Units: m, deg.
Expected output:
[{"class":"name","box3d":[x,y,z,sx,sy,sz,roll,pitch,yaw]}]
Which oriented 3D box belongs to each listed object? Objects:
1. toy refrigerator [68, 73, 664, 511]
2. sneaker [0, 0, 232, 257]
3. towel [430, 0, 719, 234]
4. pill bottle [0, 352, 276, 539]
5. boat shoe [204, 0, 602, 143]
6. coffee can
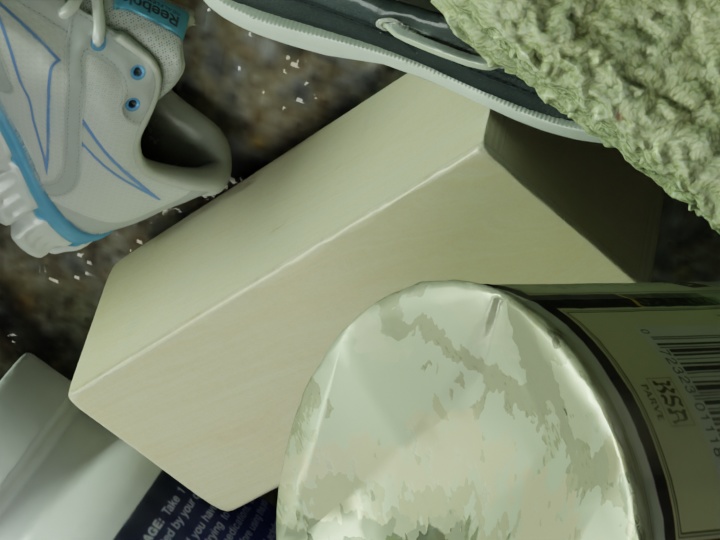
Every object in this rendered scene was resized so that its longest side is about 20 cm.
[{"class":"toy refrigerator","box3d":[0.000,0.000,0.813,0.076,0.070,0.199,38,133,-24]},{"class":"sneaker","box3d":[-0.100,-0.085,0.780,0.086,0.075,0.200,-9,142,22]},{"class":"towel","box3d":[0.125,-0.075,0.661,0.200,0.037,0.149,38,97,-9]},{"class":"pill bottle","box3d":[-0.070,0.127,0.900,0.200,0.116,0.116,38,135,-3]},{"class":"boat shoe","box3d":[0.038,-0.085,0.705,0.198,0.076,0.060,8,163,13]},{"class":"coffee can","box3d":[0.096,0.074,0.716,0.199,0.147,0.146,0,153,-40]}]
